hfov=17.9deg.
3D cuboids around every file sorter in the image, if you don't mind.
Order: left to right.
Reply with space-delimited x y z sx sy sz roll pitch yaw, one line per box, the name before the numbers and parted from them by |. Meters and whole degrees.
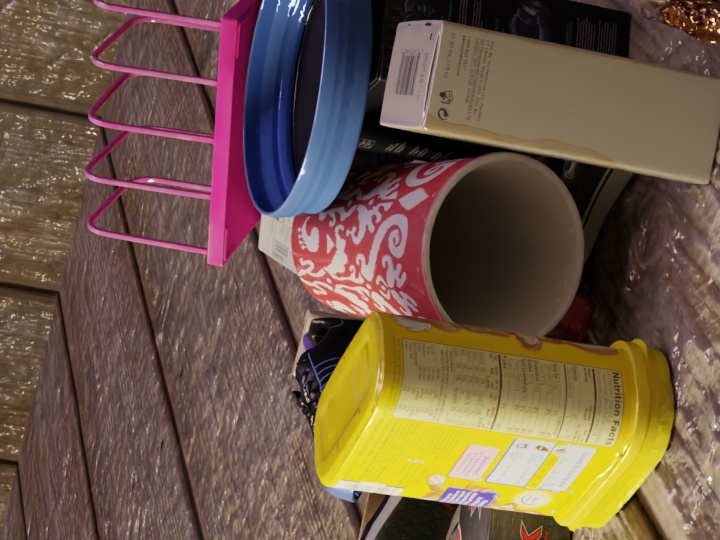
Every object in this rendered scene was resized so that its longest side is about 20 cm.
file sorter | -0.140 -0.129 1.783 0.139 0.125 0.200 -58 -25 -64

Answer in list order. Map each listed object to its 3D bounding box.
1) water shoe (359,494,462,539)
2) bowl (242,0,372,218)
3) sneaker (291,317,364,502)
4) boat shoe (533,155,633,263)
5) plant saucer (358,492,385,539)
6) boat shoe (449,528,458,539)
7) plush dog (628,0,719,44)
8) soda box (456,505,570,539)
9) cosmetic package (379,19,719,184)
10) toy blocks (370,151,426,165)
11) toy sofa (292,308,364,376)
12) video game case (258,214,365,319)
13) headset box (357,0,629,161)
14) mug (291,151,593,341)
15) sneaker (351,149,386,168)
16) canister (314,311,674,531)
water shoe | 0.047 0.163 1.678 0.200 0.072 0.079 -50 7 -32
bowl | -0.038 -0.136 1.624 0.201 0.039 0.201 -174 90 -72
sneaker | -0.020 0.107 1.802 0.200 0.078 0.070 -75 -4 -57
boat shoe | 0.142 -0.058 1.632 0.071 0.064 0.200 -96 23 -43
plant saucer | 0.023 0.177 1.793 0.200 0.037 0.201 13 -90 -88
boat shoe | 0.076 0.150 1.777 0.067 0.057 0.200 85 -163 -84
plush dog | 0.196 -0.235 1.457 0.200 0.160 0.172 -99 2 -47
soda box | 0.105 0.208 1.607 0.071 0.063 0.200 158 121 -71
cosmetic package | 0.124 -0.110 1.485 0.104 0.200 0.073 -160 81 -75
toy blocks | 0.041 -0.144 1.834 0.100 0.200 0.137 -13 76 40
toy sofa | 0.006 0.092 1.974 0.200 0.083 0.098 -118 40 -64
video game case | 0.000 0.000 1.821 0.023 0.182 0.200 -55 -4 -13
headset box | 0.070 -0.145 1.687 0.174 0.200 0.093 150 128 -68
mug | 0.055 0.001 1.616 0.200 0.133 0.178 6 129 57
sneaker | -0.030 -0.092 1.875 0.112 0.078 0.200 -27 6 37
canister | 0.084 0.098 1.497 0.149 0.200 0.087 120 153 -50
